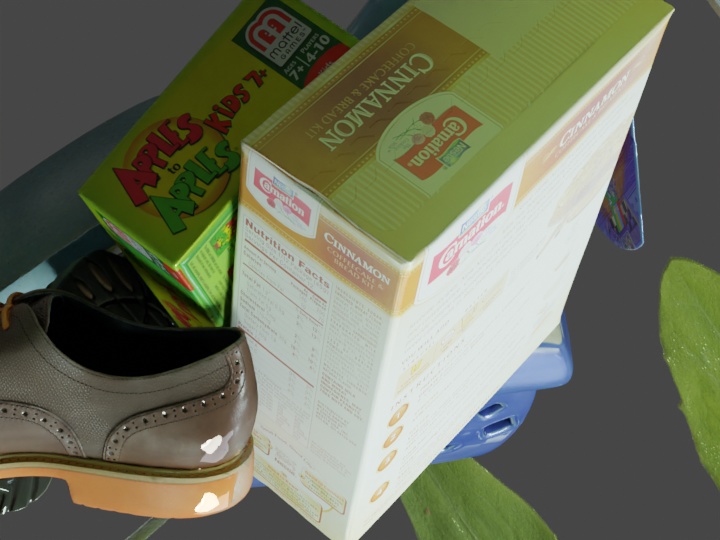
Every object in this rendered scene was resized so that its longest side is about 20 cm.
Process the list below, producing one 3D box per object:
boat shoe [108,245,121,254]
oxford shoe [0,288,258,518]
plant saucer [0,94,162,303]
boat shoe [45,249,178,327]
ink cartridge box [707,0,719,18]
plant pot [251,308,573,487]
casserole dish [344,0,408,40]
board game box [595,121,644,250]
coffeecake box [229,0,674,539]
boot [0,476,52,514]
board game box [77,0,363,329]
[{"bbox_3d":[-0.145,-0.012,1.081,0.072,0.076,0.200,-6,-167,20],"label":"boat shoe"},{"bbox_3d":[-0.135,0.036,0.585,0.200,0.073,0.071,6,-153,-4],"label":"oxford shoe"},{"bbox_3d":[-0.119,-0.030,0.699,0.201,0.039,0.201,-33,-178,1],"label":"plant saucer"},{"bbox_3d":[-0.118,0.034,0.726,0.074,0.076,0.200,-30,-177,12],"label":"boat shoe"},{"bbox_3d":[0.251,-0.225,0.856,0.165,0.075,0.200,-33,159,4],"label":"ink cartridge box"},{"bbox_3d":[0.000,0.000,0.878,0.200,0.200,0.180,-4,164,-20],"label":"plant pot"},{"bbox_3d":[0.025,-0.111,0.705,0.121,0.039,0.200,-50,-177,-24],"label":"casserole dish"},{"bbox_3d":[0.101,-0.103,0.870,0.039,0.200,0.158,-17,-143,-7],"label":"board game box"},{"bbox_3d":[0.026,-0.009,0.609,0.154,0.073,0.200,-43,160,-30],"label":"coffeecake box"},{"bbox_3d":[-0.239,0.068,0.715,0.182,0.073,0.200,6,-173,-30],"label":"boot"},{"bbox_3d":[-0.035,-0.019,0.636,0.102,0.048,0.200,-51,163,-11],"label":"board game box"}]
